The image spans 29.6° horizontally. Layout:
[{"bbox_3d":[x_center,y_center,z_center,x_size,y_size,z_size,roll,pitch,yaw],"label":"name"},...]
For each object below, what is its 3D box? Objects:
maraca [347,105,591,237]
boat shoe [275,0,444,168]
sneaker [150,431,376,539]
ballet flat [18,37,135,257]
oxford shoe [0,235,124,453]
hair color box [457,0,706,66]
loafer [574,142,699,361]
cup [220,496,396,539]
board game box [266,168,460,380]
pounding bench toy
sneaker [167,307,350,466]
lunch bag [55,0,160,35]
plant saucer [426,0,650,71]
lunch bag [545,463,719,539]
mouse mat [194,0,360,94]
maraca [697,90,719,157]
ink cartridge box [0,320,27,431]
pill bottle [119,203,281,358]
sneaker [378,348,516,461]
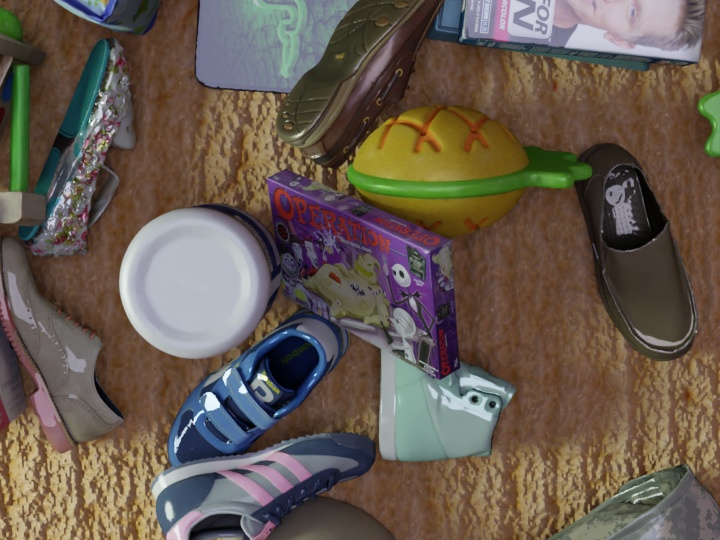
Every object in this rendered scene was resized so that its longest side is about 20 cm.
[{"bbox_3d":[0.089,-0.083,1.133,0.199,0.137,0.107,-3,110,-7],"label":"maraca"},{"bbox_3d":[0.010,-0.176,1.166,0.200,0.072,0.068,-53,129,-4],"label":"boat shoe"},{"bbox_3d":[-0.076,0.198,1.176,0.199,0.070,0.082,-13,54,-8],"label":"sneaker"},{"bbox_3d":[-0.234,-0.102,1.182,0.064,0.076,0.201,19,101,-32],"label":"ballet flat"},{"bbox_3d":[-0.267,0.057,1.192,0.074,0.071,0.201,-19,105,-3],"label":"oxford shoe"},{"bbox_3d":[0.187,-0.232,1.144,0.199,0.061,0.100,5,95,-1],"label":"hair color box"},{"bbox_3d":[0.237,-0.012,1.177,0.076,0.067,0.201,-24,94,3],"label":"loafer"},{"bbox_3d":[-0.047,0.310,1.171,0.199,0.143,0.201,0,95,0],"label":"cup"},{"bbox_3d":[0.000,0.000,1.113,0.032,0.200,0.120,-24,124,-35],"label":"board game box"},{"bbox_3d":[-0.326,-0.144,1.134,0.199,0.124,0.156,27,95,3],"label":"pounding bench toy"},{"bbox_3d":[-0.095,0.108,1.184,0.074,0.082,0.200,45,97,-4],"label":"sneaker"},{"bbox_3d":[-0.246,-0.292,1.105,0.200,0.170,0.128,31,95,0],"label":"lunch bag"},{"bbox_3d":[0.160,-0.223,1.184,0.199,0.019,0.070,9,95,1],"label":"plant saucer"},{"bbox_3d":[0.250,0.281,1.179,0.200,0.118,0.164,-34,93,8],"label":"lunch bag"},{"bbox_3d":[-0.061,-0.255,1.189,0.160,0.008,0.201,3,94,0],"label":"mouse mat"},{"bbox_3d":[0.373,-0.161,1.142,0.137,0.107,0.200,40,94,4],"label":"maraca"},{"bbox_3d":[-0.354,0.041,1.147,0.082,0.147,0.201,-10,95,0],"label":"ink cartridge box"},{"bbox_3d":[-0.124,0.003,1.116,0.115,0.200,0.116,0,94,1],"label":"pill bottle"},{"bbox_3d":[0.077,0.069,1.181,0.118,0.074,0.201,1,105,7],"label":"sneaker"}]
